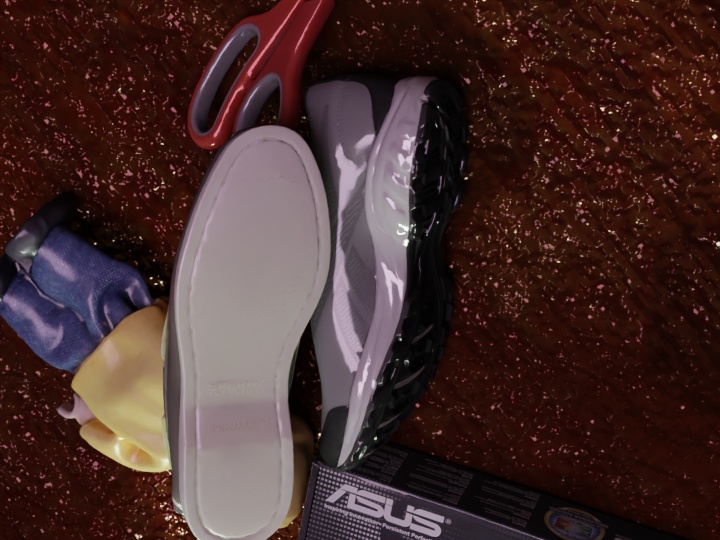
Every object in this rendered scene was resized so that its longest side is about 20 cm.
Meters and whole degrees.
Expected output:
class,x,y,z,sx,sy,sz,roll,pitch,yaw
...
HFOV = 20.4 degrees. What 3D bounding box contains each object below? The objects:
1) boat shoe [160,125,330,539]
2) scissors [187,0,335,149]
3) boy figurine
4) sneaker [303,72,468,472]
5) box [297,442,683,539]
class,x,y,z,sx,sy,sz,roll,pitch,yaw
boat shoe,-0.059,0.026,0.932,0.072,0.060,0.203,0,107,-19
scissors,-0.021,-0.138,0.930,0.073,0.014,0.201,41,108,44
boy figurine,-0.099,0.048,1.012,0.200,0.064,0.125,39,118,0
sneaker,0.000,0.000,0.960,0.079,0.074,0.202,14,110,23
box,0.060,0.186,1.025,0.199,0.044,0.161,18,117,12
